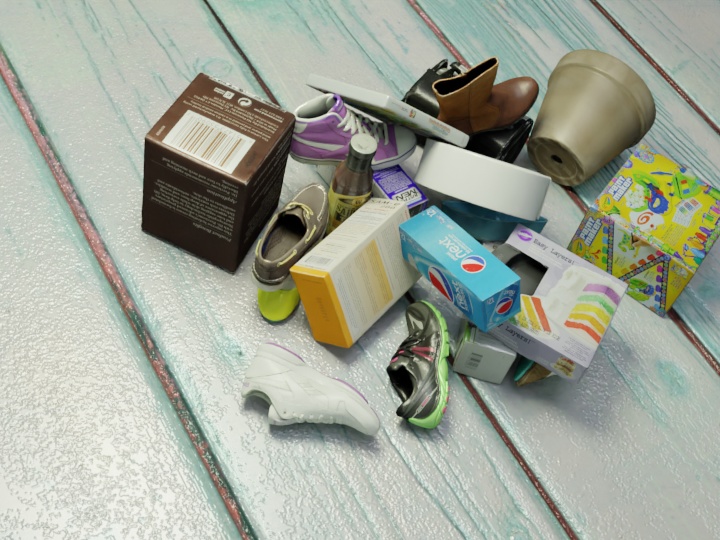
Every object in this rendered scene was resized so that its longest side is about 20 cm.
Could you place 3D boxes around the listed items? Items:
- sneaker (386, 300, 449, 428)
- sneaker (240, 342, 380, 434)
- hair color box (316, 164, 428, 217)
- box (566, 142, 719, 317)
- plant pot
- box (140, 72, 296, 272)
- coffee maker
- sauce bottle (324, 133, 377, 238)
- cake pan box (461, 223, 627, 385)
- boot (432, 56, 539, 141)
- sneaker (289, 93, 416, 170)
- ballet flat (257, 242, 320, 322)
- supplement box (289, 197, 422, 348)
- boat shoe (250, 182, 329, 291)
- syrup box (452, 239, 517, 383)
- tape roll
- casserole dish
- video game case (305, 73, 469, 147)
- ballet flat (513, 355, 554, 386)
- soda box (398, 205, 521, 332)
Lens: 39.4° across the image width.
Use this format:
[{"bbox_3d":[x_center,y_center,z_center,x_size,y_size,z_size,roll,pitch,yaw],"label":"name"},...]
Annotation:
[{"bbox_3d":[0.079,0.124,1.427,0.083,0.077,0.202,9,50,-12],"label":"sneaker"},{"bbox_3d":[-0.069,0.182,1.362,0.198,0.075,0.100,28,70,8],"label":"sneaker"},{"bbox_3d":[0.016,-0.136,1.590,0.064,0.110,0.201,-23,62,-28],"label":"hair color box"},{"bbox_3d":[0.478,-0.071,1.649,0.192,0.123,0.200,36,53,14],"label":"box"},{"bbox_3d":[0.380,-0.248,1.735,0.199,0.200,0.174,35,68,13],"label":"plant pot"},{"bbox_3d":[-0.211,-0.144,1.480,0.164,0.201,0.165,25,51,5],"label":"box"},{"bbox_3d":[0.165,-0.232,1.708,0.199,0.135,0.193,36,78,16],"label":"coffee maker"},{"bbox_3d":[-0.016,-0.121,1.512,0.065,0.201,0.067,6,53,-8],"label":"sauce bottle"},{"bbox_3d":[0.265,0.042,1.454,0.199,0.053,0.184,31,50,11],"label":"cake pan box"},{"bbox_3d":[0.195,-0.282,1.545,0.186,0.200,0.069,-21,72,-1],"label":"boot"},{"bbox_3d":[-0.008,-0.210,1.500,0.198,0.115,0.073,-4,56,-9],"label":"sneaker"},{"bbox_3d":[-0.103,-0.018,1.496,0.066,0.067,0.201,19,51,3],"label":"ballet flat"},{"bbox_3d":[0.000,0.000,1.463,0.073,0.127,0.200,10,39,41],"label":"supplement box"},{"bbox_3d":[-0.096,-0.060,1.448,0.071,0.060,0.201,25,53,8],"label":"boat shoe"},{"bbox_3d":[0.197,0.059,1.506,0.081,0.079,0.201,16,51,-1],"label":"syrup box"},{"bbox_3d":[0.186,-0.140,1.541,0.200,0.072,0.202,17,8,-2],"label":"tape roll"},{"bbox_3d":[0.209,-0.078,1.591,0.199,0.039,0.121,-4,22,-46],"label":"casserole dish"},{"bbox_3d":[0.040,-0.243,1.524,0.181,0.023,0.199,18,6,-42],"label":"video game case"},{"bbox_3d":[0.290,0.109,1.510,0.072,0.068,0.201,37,47,-9],"label":"ballet flat"},{"bbox_3d":[0.136,-0.005,1.399,0.067,0.065,0.200,-28,45,-19],"label":"soda box"}]
